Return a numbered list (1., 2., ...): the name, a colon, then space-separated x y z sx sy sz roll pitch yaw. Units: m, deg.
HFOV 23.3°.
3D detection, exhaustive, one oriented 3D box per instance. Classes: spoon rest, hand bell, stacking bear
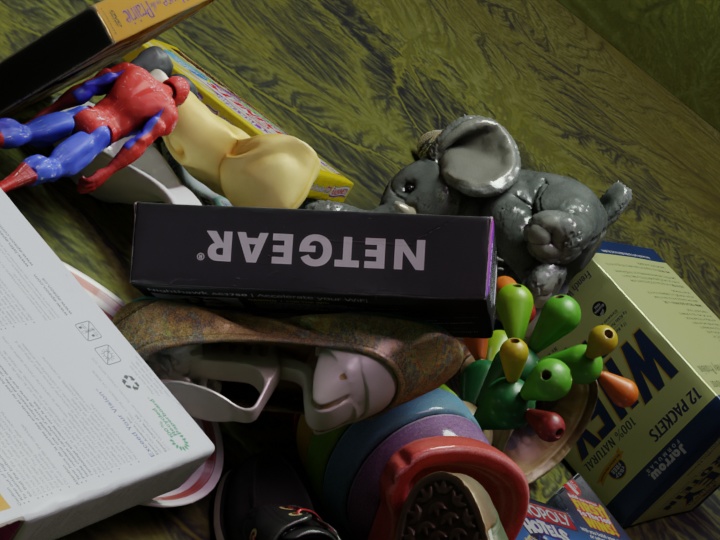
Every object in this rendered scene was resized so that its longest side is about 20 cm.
1. spoon rest: -0.148 -0.053 1.166 0.099 0.061 0.200 21 29 -47
2. hand bell: 0.076 0.067 1.349 0.200 0.104 0.104 38 14 33
3. stacking bear: 0.004 0.099 1.069 0.113 0.122 0.200 -2 31 -34

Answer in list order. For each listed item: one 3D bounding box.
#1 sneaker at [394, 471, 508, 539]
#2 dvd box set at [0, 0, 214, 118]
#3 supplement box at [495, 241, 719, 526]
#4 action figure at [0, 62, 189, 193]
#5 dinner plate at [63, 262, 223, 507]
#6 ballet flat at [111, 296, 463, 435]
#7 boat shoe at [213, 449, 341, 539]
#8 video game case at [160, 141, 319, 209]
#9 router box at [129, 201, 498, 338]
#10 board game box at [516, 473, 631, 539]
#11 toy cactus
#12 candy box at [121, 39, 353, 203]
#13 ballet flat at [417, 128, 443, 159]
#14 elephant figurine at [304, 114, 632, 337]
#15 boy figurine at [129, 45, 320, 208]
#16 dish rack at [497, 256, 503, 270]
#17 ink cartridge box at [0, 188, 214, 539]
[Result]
1. sneaker: 0.074 0.213 0.952 0.090 0.067 0.201 17 59 -54
2. dvd box set: -0.179 -0.147 1.146 0.029 0.146 0.200 60 24 -8
3. supplement box: 0.237 0.092 1.492 0.200 0.134 0.200 50 21 22
4. action figure: -0.178 -0.084 1.093 0.065 0.052 0.200 45 47 15
5. dinner plate: -0.160 0.059 0.959 0.200 0.024 0.200 37 19 -15
6. ballet flat: -0.042 0.058 0.963 0.199 0.071 0.071 6 25 -3
7. boat shoe: -0.031 0.161 0.936 0.073 0.063 0.202 29 21 -26
8. video game case: -0.066 -0.036 1.346 0.200 0.022 0.183 31 22 -29
9. router box: -0.021 0.002 1.013 0.199 0.051 0.149 2 -10 5
10. board game box: 0.142 0.215 1.157 0.200 0.062 0.200 24 25 -42
11. toy cactus: 0.096 0.088 1.183 0.102 0.165 0.200 41 0 -18
12. candy box: -0.101 -0.121 1.397 0.200 0.026 0.102 38 12 15
13. ballet flat: 0.127 -0.084 1.738 0.200 0.068 0.075 53 -15 23
14. elephant figurine: 0.085 -0.050 1.380 0.199 0.142 0.155 32 14 15
15. boy figurine: -0.103 -0.093 1.212 0.200 0.064 0.124 33 -11 48
16. dish rack: 0.000 0.000 1.209 0.153 0.055 0.200 4 -3 34
17. ink cartridge box: -0.192 0.044 0.840 0.197 0.043 0.200 49 27 15
